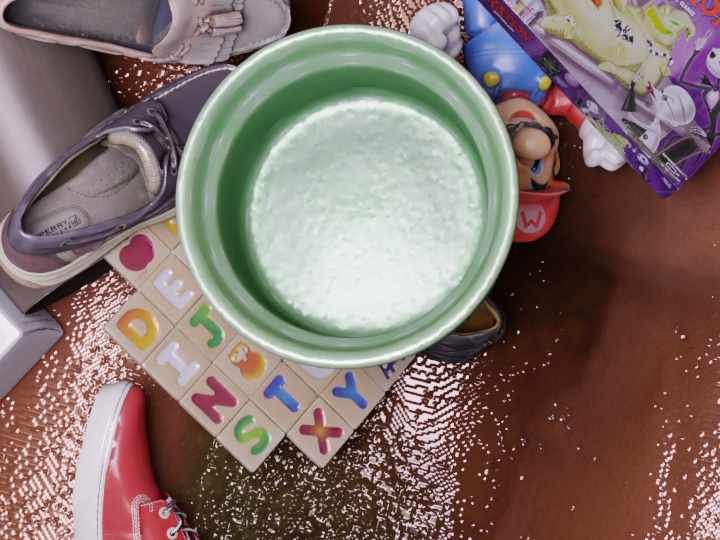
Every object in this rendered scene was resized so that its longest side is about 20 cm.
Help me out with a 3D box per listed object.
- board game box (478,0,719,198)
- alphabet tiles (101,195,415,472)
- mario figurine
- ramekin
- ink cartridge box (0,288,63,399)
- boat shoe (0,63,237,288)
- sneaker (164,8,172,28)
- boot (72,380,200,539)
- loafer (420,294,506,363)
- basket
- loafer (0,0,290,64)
[{"bbox_3d":[0.161,-0.156,1.334,0.200,0.032,0.120,46,65,-3],"label":"board game box"},{"bbox_3d":[-0.063,0.022,1.374,0.200,0.006,0.166,45,70,-11],"label":"alphabet tiles"},{"bbox_3d":[0.103,-0.118,1.346,0.123,0.106,0.200,-2,87,23],"label":"mario figurine"},{"bbox_3d":[-0.002,-0.037,1.275,0.200,0.098,0.200,-1,82,8],"label":"ramekin"},{"bbox_3d":[-0.324,0.021,1.442,0.200,0.085,0.146,45,98,9],"label":"ink cartridge box"},{"bbox_3d":[-0.137,-0.063,1.320,0.200,0.065,0.072,-36,88,-21],"label":"boat shoe"},{"bbox_3d":[-0.124,-0.255,1.405,0.130,0.080,0.200,27,86,7],"label":"sneaker"},{"bbox_3d":[-0.114,0.173,1.413,0.144,0.072,0.200,4,99,10],"label":"boot"},{"bbox_3d":[0.000,0.000,1.355,0.200,0.072,0.073,18,80,-11],"label":"loafer"},{"bbox_3d":[-0.224,-0.083,1.400,0.180,0.136,0.200,-31,89,21],"label":"basket"},{"bbox_3d":[-0.136,-0.156,1.326,0.200,0.063,0.072,4,118,-17],"label":"loafer"}]
